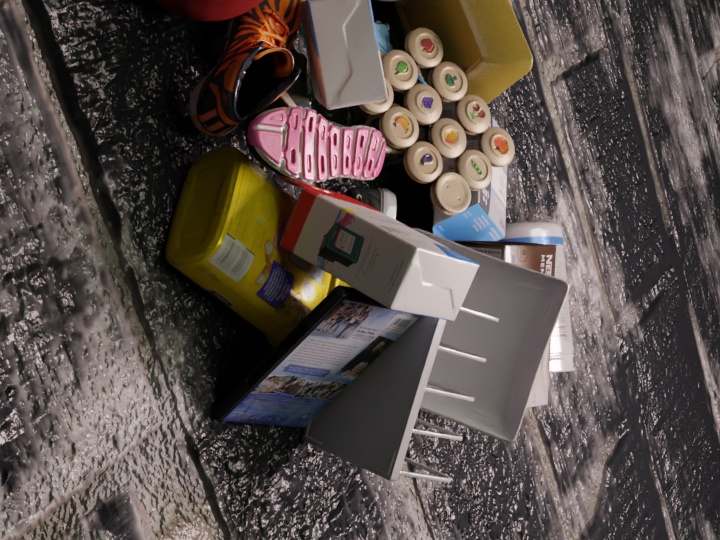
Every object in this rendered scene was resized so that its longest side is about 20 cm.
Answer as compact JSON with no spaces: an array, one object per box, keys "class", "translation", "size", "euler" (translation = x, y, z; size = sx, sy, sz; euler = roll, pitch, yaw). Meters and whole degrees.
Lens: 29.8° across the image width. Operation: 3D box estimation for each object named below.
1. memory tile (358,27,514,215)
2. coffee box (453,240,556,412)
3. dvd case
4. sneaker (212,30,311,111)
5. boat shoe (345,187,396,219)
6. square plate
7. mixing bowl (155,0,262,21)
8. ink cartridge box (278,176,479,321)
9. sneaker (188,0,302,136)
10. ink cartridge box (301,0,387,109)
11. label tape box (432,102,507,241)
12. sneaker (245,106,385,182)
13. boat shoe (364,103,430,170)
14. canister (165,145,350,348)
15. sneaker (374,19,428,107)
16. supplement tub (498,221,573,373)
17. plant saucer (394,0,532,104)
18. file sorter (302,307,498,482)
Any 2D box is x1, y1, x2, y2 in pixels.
[{"class":"memory tile","translation":[0.090,-0.177,1.604],"size":[0.153,0.017,0.200],"euler":[-44,101,-31]},{"class":"coffee box","translation":[0.172,0.065,1.651],"size":[0.114,0.080,0.201],"euler":[0,95,-50]},{"class":"dvd case","translation":[-0.042,0.093,1.397],"size":[0.143,0.200,0.018],"euler":[14,38,-52]},{"class":"sneaker","translation":[-0.078,-0.201,1.493],"size":[0.200,0.067,0.090],"euler":[55,48,-29]},{"class":"boat shoe","translation":[0.000,0.000,1.582],"size":[0.056,0.069,0.200],"euler":[9,81,-19]},{"class":"square plate","translation":[0.119,0.075,1.579],"size":[0.028,0.198,0.200],"euler":[-14,123,-79]},{"class":"mixing bowl","translation":[-0.151,-0.323,1.339],"size":[0.108,0.200,0.201],"euler":[109,-6,-63]},{"class":"ink cartridge box","translation":[0.005,-0.024,1.370],"size":[0.116,0.200,0.067],"euler":[13,103,-52]},{"class":"sneaker","translation":[-0.090,-0.223,1.367],"size":[0.078,0.112,0.200],"euler":[33,69,-27]},{"class":"ink cartridge box","translation":[-0.022,-0.241,1.473],"size":[0.200,0.068,0.115],"euler":[-119,-161,-78]},{"class":"label tape box","translation":[0.140,-0.094,1.703],"size":[0.143,0.066,0.200],"euler":[40,49,-65]},{"class":"sneaker","translation":[-0.062,-0.126,1.396],"size":[0.200,0.087,0.074],"euler":[1,93,-54]},{"class":"boat shoe","translation":[0.032,-0.163,1.651],"size":[0.200,0.076,0.074],"euler":[-6,83,-64]},{"class":"canister","translation":[-0.102,-0.019,1.411],"size":[0.200,0.086,0.149],"euler":[41,51,-42]},{"class":"sneaker","translation":[0.028,-0.263,1.654],"size":[0.200,0.078,0.090],"euler":[37,51,-46]},{"class":"supplement tub","translation":[0.214,0.040,1.814],"size":[0.132,0.132,0.201],"euler":[1,84,-55]},{"class":"plant saucer","translation":[0.114,-0.301,1.678],"size":[0.048,0.200,0.200],"euler":[-18,83,-27]},{"class":"file sorter","translation":[0.051,0.118,1.493],"size":[0.124,0.139,0.200],"euler":[16,91,-47]}]
